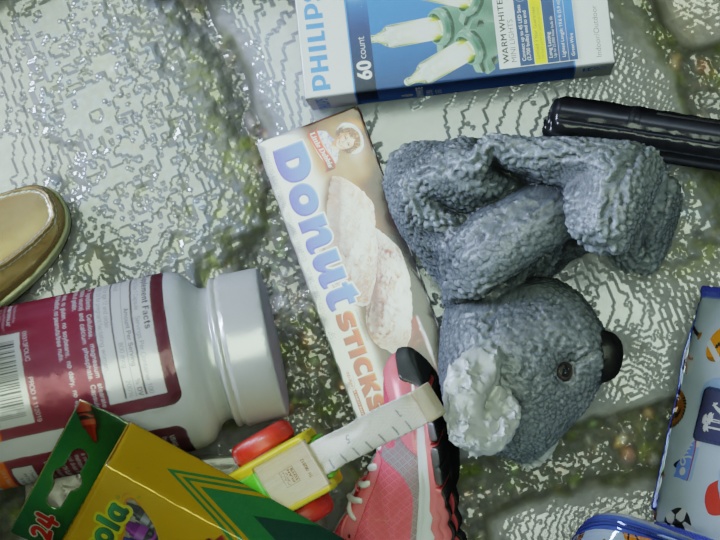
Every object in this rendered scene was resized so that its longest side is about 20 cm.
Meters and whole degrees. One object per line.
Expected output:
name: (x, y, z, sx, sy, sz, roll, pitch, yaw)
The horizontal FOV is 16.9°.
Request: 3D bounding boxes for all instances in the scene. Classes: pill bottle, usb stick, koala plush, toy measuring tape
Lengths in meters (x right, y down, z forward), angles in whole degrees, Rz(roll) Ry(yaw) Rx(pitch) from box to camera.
pill bottle: (-0.151, 0.065, 1.529, 0.199, 0.114, 0.115, -11, 86, 1)
usb stick: (0.215, -0.081, 1.539, 0.199, 0.055, 0.033, 9, 100, 12)
koala plush: (0.097, 0.023, 1.502, 0.183, 0.177, 0.201, 4, 87, 14)
toy measuring tape: (-0.019, 0.112, 1.493, 0.200, 0.073, 0.074, -31, 84, 30)

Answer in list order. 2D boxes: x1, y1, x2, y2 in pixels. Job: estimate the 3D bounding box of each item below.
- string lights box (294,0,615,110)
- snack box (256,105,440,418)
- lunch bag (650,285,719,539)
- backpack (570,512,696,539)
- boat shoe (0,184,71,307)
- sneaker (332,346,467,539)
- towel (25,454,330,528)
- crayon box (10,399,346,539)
string lights box: (0.059, -0.167, 1.563, 0.199, 0.059, 0.103, -7, 87, 2)
snack box: (0.000, 0.000, 1.571, 0.072, 0.024, 0.201, -20, 86, 2)
lunch bag: (0.290, 0.107, 1.506, 0.199, 0.124, 0.171, 12, 86, 17)
backpack: (0.177, 0.235, 1.464, 0.199, 0.191, 0.155, 15, 81, 4)
boat shoe: (-0.278, 0.003, 1.551, 0.200, 0.076, 0.072, -34, 64, -1)
sneaker: (0.019, 0.150, 1.527, 0.086, 0.074, 0.201, -4, 97, 11)
towel: (-0.115, 0.187, 1.560, 0.199, 0.034, 0.133, -3, 87, 1)
crayon box: (-0.113, 0.179, 1.483, 0.199, 0.051, 0.127, 28, 123, -3)
